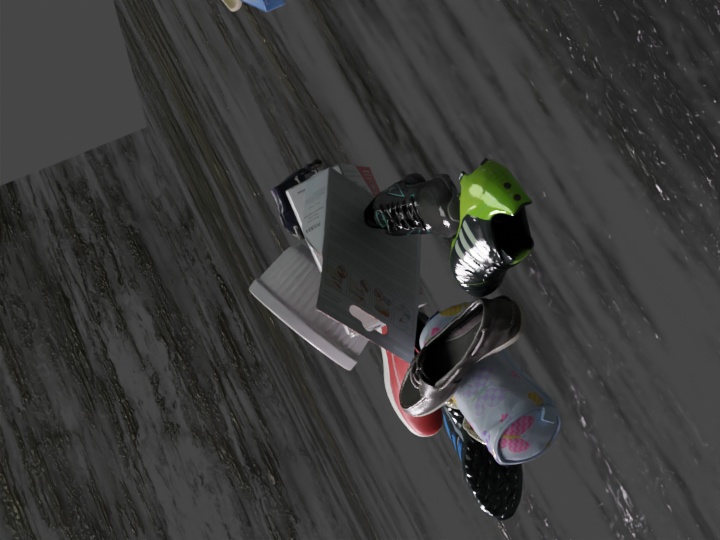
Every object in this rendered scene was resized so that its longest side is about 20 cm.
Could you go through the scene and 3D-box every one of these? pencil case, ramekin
[{"bbox_3d":[0.142,0.122,1.569,0.083,0.091,0.200,42,-170,-43],"label":"pencil case"},{"bbox_3d":[-0.061,0.048,2.153,0.200,0.105,0.200,38,179,0],"label":"ramekin"}]

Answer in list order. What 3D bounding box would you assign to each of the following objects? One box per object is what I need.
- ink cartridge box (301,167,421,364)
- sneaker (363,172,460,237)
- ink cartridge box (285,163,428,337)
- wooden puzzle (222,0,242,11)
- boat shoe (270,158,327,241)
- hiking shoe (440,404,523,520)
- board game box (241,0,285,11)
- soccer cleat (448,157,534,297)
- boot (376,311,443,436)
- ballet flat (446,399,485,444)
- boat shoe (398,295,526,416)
[{"bbox_3d":[0.000,0.000,1.665,0.160,0.047,0.202,32,-132,-34],"label":"ink cartridge box"},{"bbox_3d":[0.063,-0.062,1.594,0.076,0.079,0.200,69,167,-9],"label":"sneaker"},{"bbox_3d":[-0.002,-0.027,1.818,0.202,0.083,0.144,67,-164,4],"label":"ink cartridge box"},{"bbox_3d":[-0.250,-0.528,2.251,0.185,0.037,0.201,-126,18,-51],"label":"wooden puzzle"},{"bbox_3d":[-0.064,-0.059,2.149,0.201,0.092,0.075,66,168,1],"label":"boat shoe"},{"bbox_3d":[0.153,0.220,1.770,0.087,0.074,0.201,72,180,-62],"label":"hiking shoe"},{"bbox_3d":[-0.169,-0.453,2.018,0.200,0.036,0.152,-137,26,-65],"label":"board game box"},{"bbox_3d":[0.131,-0.024,1.395,0.081,0.067,0.201,48,160,29],"label":"soccer cleat"},{"bbox_3d":[0.082,0.144,1.936,0.144,0.072,0.202,-154,46,-71],"label":"boot"},{"bbox_3d":[0.132,0.147,1.666,0.201,0.072,0.072,54,163,45],"label":"ballet flat"},{"bbox_3d":[0.093,0.088,1.525,0.200,0.057,0.067,-44,47,35],"label":"boat shoe"}]
